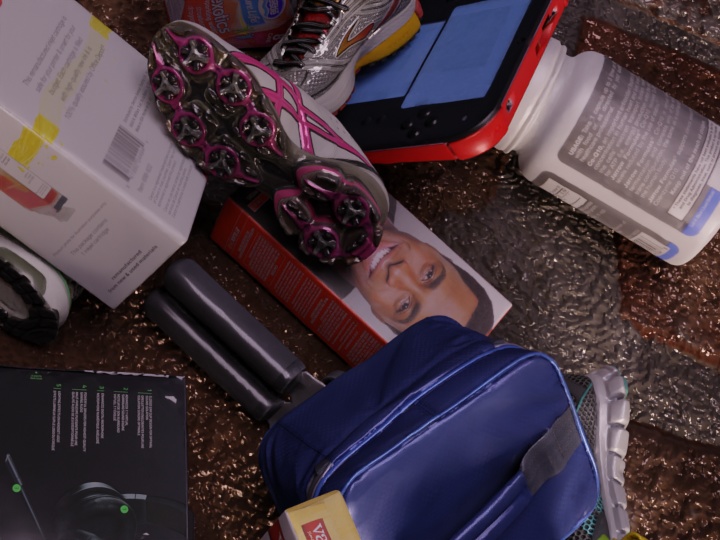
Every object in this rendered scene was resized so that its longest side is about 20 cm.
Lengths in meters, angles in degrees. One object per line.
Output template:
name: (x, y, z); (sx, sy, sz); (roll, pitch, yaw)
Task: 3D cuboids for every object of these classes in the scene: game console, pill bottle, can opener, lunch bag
game console: (0.057, -0.158, 1.000); (0.031, 0.175, 0.201); (59, 46, -38)
pill bottle: (0.195, -0.101, 1.038); (0.198, 0.114, 0.115); (30, 57, -3)
can opener: (-0.057, 0.069, 0.900); (0.200, 0.053, 0.067); (43, 25, 6)
lunch bag: (0.041, 0.131, 0.807); (0.199, 0.132, 0.137); (-35, 113, -21)

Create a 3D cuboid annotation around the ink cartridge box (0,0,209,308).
ink cartridge box: (-0.198, -0.096, 0.848); (0.199, 0.083, 0.146); (39, 33, -21)

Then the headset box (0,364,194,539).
headset box: (-0.191, 0.153, 0.768); (0.197, 0.093, 0.176); (4, 61, -19)

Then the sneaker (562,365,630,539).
sneaker: (0.138, 0.159, 0.913); (0.090, 0.078, 0.202); (6, 56, 0)

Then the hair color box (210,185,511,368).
hair color box: (0.000, 0.000, 0.942); (0.200, 0.061, 0.102); (42, 56, 4)

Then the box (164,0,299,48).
box: (-0.112, -0.283, 1.027); (0.093, 0.103, 0.202); (-5, 64, -20)

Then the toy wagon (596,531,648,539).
toy wagon: (0.087, 0.214, 0.771); (0.200, 0.155, 0.040); (-47, 75, 12)

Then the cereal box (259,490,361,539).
cereal box: (-0.026, 0.223, 0.729); (0.039, 0.200, 0.145); (-16, 68, -26)

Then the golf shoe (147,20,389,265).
golf shoe: (-0.061, -0.092, 0.878); (0.200, 0.072, 0.092); (45, 27, -18)

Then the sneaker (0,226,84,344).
sneaker: (-0.250, -0.044, 0.876); (0.200, 0.077, 0.089); (47, 45, 1)

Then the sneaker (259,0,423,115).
sneaker: (-0.030, -0.178, 0.973); (0.077, 0.083, 0.200); (19, 52, 29)
